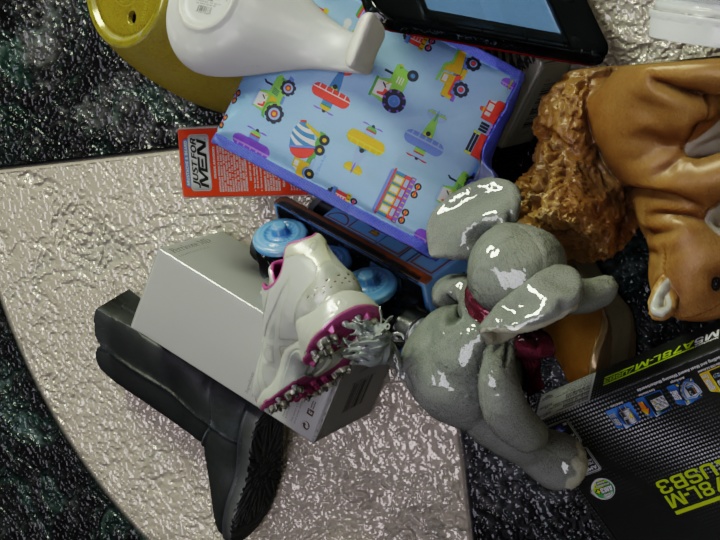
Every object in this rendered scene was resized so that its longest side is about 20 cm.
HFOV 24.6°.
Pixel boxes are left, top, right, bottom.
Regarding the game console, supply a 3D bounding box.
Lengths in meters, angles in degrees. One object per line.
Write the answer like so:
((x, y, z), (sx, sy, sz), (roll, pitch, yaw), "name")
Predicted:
((0.096, -0.256, 1.194), (0.119, 0.198, 0.173), (119, 146, -40), "game console")

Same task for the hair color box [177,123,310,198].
((-0.037, -0.095, 1.356), (0.199, 0.111, 0.065), (2, 99, 29), "hair color box")

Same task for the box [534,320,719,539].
((0.259, 0.141, 1.230), (0.199, 0.048, 0.194), (-25, 110, 28), "box")

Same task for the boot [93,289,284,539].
((-0.162, 0.132, 1.486), (0.199, 0.065, 0.166), (29, 123, 25), "boot")

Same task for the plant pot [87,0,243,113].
((-0.133, -0.225, 1.317), (0.199, 0.141, 0.202), (2, 92, 44), "plant pot")

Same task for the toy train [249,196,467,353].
((0.000, 0.000, 1.327), (0.199, 0.114, 0.087), (29, 142, 40), "toy train")

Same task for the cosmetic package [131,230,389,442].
((-0.082, 0.053, 1.408), (0.199, 0.107, 0.085), (31, 113, 19), "cosmetic package")

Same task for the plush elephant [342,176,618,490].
((0.104, 0.030, 1.145), (0.155, 0.199, 0.165), (-46, 42, 27), "plush elephant")

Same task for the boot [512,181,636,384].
((0.141, 0.029, 1.312), (0.143, 0.071, 0.203), (3, 97, 34), "boot")

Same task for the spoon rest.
((-0.061, -0.175, 1.180), (0.199, 0.061, 0.100), (22, 88, 35), "spoon rest")

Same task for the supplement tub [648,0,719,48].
((0.272, -0.257, 1.140), (0.144, 0.145, 0.202), (11, 104, 26), "supplement tub")

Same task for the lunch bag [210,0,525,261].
((0.017, -0.112, 1.218), (0.199, 0.094, 0.151), (28, 92, 19), "lunch bag")

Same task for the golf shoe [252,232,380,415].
((-0.044, 0.042, 1.260), (0.092, 0.075, 0.200), (62, 150, 16), "golf shoe")

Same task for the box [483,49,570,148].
((0.063, -0.183, 1.310), (0.199, 0.068, 0.083), (33, 114, 19), "box")

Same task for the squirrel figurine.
((0.212, -0.056, 1.200), (0.198, 0.141, 0.188), (-2, 98, 22), "squirrel figurine")
